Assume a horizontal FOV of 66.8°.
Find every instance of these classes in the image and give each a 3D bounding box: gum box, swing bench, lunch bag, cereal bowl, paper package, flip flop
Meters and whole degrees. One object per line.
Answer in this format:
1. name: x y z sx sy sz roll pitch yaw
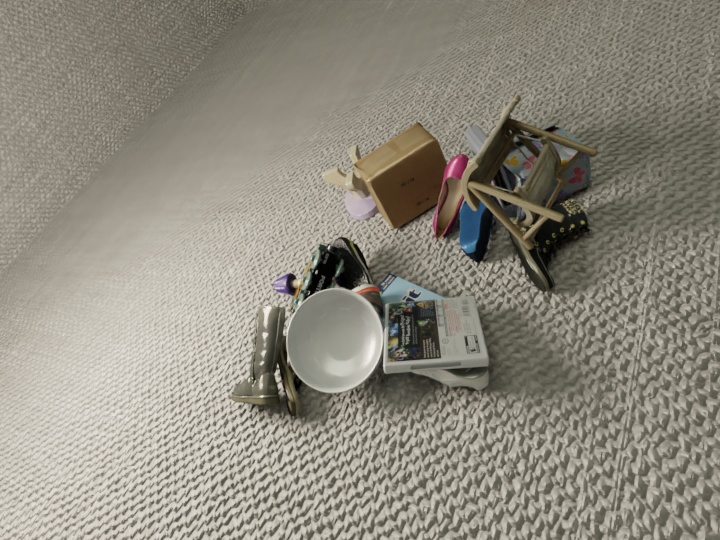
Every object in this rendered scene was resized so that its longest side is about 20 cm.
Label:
1. gum box: 0.083 0.107 1.162 0.199 0.045 0.170 25 66 44
2. swing bench: 0.313 -0.190 1.058 0.199 0.130 0.200 35 65 4
3. lunch bag: 0.400 -0.249 1.252 0.168 0.128 0.201 -23 37 4
4. cereal bowl: -0.043 0.140 1.086 0.198 0.083 0.203 -2 80 11
5. paper package: 0.114 -0.232 1.368 0.199 0.191 0.104 -33 44 0
6. flip flop: -0.144 0.223 1.178 0.057 0.082 0.201 -12 38 -11

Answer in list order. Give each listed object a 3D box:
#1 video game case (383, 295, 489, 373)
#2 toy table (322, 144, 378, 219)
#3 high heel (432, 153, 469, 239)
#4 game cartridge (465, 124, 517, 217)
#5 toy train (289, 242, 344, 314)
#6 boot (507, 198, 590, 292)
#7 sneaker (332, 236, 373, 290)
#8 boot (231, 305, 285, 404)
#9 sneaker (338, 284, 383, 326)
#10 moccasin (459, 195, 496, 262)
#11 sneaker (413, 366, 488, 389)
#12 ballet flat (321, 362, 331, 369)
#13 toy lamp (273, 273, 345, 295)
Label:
1. video game case: 0.134 0.115 1.015 0.180 0.024 0.201 -5 29 7
2. toy table: -0.001 -0.252 1.521 0.182 0.118 0.201 -24 40 10
3. high heel: 0.205 -0.165 1.251 0.067 0.201 0.096 21 50 4
4. game cartridge: 0.295 -0.224 1.234 0.041 0.201 0.134 -25 40 11
5. toy train: -0.104 0.028 1.271 0.202 0.084 0.114 -69 19 4
6. boot: 0.395 -0.060 1.107 0.152 0.074 0.205 -21 43 9
7. sneaker: 0.000 0.000 1.303 0.072 0.082 0.201 -38 60 29
8. boot: -0.220 0.180 1.174 0.181 0.072 0.203 -12 79 46
9. sneaker: -0.042 0.100 1.158 0.198 0.077 0.082 -26 53 4
10. moccasin: 0.262 -0.101 1.240 0.080 0.068 0.201 -8 44 37
11. sneaker: 0.144 0.180 1.015 0.199 0.081 0.071 13 59 32
12. ballet flat: -0.100 0.167 1.202 0.068 0.064 0.200 -20 38 -20
13. toy lamp: -0.127 0.027 1.371 0.198 0.058 0.059 -9 45 24
